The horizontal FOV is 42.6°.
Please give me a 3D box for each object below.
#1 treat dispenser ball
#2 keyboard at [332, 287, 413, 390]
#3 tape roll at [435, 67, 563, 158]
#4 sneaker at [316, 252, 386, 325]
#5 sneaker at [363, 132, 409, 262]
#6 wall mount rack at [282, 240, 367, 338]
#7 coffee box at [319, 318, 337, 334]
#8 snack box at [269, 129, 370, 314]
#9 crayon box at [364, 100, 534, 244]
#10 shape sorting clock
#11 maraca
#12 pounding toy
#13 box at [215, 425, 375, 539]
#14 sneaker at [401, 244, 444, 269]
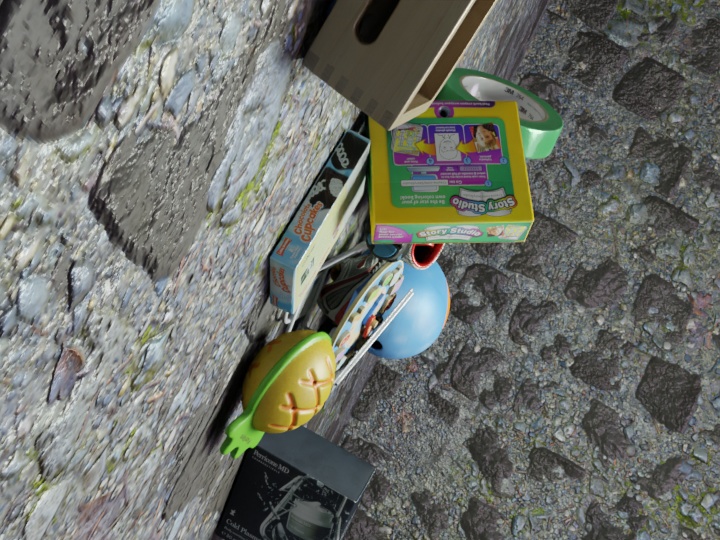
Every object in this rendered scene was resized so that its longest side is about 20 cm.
[{"bbox_3d":[0.060,0.053,1.632,0.204,0.198,0.201,-62,172,-14],"label":"treat dispenser ball"},{"bbox_3d":[0.017,0.107,1.421,0.200,0.011,0.056,-49,177,-21],"label":"keyboard"},{"bbox_3d":[0.209,-0.241,1.404,0.049,0.197,0.201,-67,172,30],"label":"tape roll"},{"bbox_3d":[0.000,0.000,1.464,0.200,0.081,0.079,-47,164,-40],"label":"sneaker"},{"bbox_3d":[0.038,-0.111,1.246,0.082,0.071,0.205,26,67,-72],"label":"sneaker"},{"bbox_3d":[-0.042,0.023,1.299,0.200,0.073,0.177,-29,143,-79],"label":"wall mount rack"},{"bbox_3d":[-0.057,0.145,1.714,0.200,0.043,0.125,-51,164,-64],"label":"coffee box"},{"bbox_3d":[-0.049,-0.058,1.119,0.117,0.036,0.202,99,17,-61],"label":"snack box"},{"bbox_3d":[0.107,-0.124,1.158,0.059,0.195,0.176,100,-12,-66],"label":"crayon box"},{"bbox_3d":[0.008,0.070,1.371,0.202,0.039,0.201,-56,169,-17],"label":"shape sorting clock"},{"bbox_3d":[-0.107,0.160,1.192,0.201,0.106,0.137,-49,158,-7],"label":"maraca"},{"bbox_3d":[0.046,-0.263,0.848,0.202,0.141,0.184,-56,176,22],"label":"pounding toy"},{"bbox_3d":[-0.108,0.382,1.537,0.200,0.197,0.124,-67,171,21],"label":"box"},{"bbox_3d":[0.092,-0.104,1.304,0.108,0.066,0.205,43,-57,55],"label":"sneaker"}]
